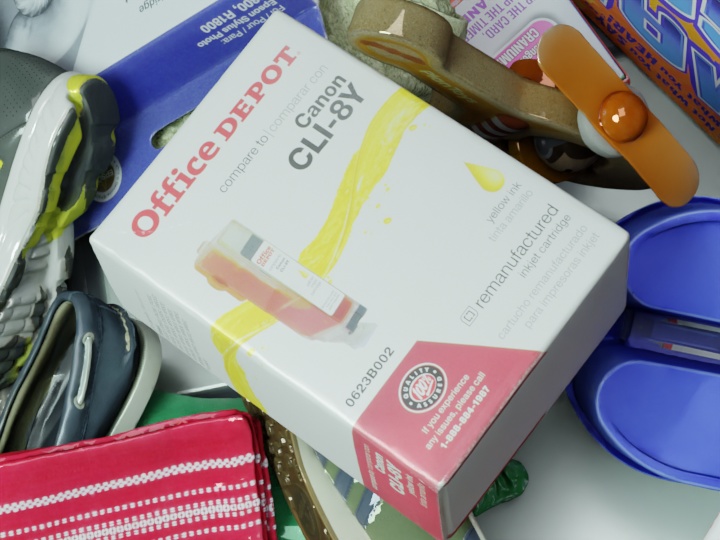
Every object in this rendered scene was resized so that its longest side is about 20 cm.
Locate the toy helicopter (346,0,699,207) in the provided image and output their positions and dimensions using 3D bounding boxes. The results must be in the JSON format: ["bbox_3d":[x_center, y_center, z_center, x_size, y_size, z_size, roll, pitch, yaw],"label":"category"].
[{"bbox_3d":[0.073,-0.077,1.011,0.132,0.199,0.079,10,78,45],"label":"toy helicopter"}]

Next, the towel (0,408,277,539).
[{"bbox_3d":[-0.104,0.173,1.032,0.143,0.022,0.202,-9,95,-6],"label":"towel"}]

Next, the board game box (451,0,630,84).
[{"bbox_3d":[0.027,-0.131,1.163,0.152,0.040,0.201,-32,70,-4],"label":"board game box"}]

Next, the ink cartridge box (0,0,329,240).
[{"bbox_3d":[-0.115,-0.145,1.122,0.199,0.040,0.201,-28,66,30],"label":"ink cartridge box"}]

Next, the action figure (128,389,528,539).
[{"bbox_3d":[-0.016,0.111,1.079,0.198,0.055,0.119,-4,69,6],"label":"action figure"}]

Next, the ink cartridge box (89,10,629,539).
[{"bbox_3d":[0.000,0.000,0.976,0.199,0.084,0.145,34,75,18],"label":"ink cartridge box"}]

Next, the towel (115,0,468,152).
[{"bbox_3d":[-0.050,-0.102,1.126,0.199,0.036,0.149,25,98,26],"label":"towel"}]

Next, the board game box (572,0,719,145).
[{"bbox_3d":[0.221,-0.195,1.076,0.200,0.200,0.200,-41,71,-8],"label":"board game box"}]

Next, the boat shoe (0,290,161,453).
[{"bbox_3d":[-0.166,0.107,1.073,0.075,0.062,0.201,26,87,48],"label":"boat shoe"}]

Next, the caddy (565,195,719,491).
[{"bbox_3d":[0.194,0.041,1.052,0.198,0.105,0.143,12,93,3],"label":"caddy"}]

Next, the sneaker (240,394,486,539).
[{"bbox_3d":[0.010,0.088,1.032,0.089,0.067,0.201,-19,68,-18],"label":"sneaker"}]

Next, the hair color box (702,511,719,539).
[{"bbox_3d":[0.183,0.160,0.913,0.110,0.064,0.201,30,81,17],"label":"hair color box"}]

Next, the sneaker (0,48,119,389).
[{"bbox_3d":[-0.192,-0.021,1.120,0.084,0.074,0.201,31,102,24],"label":"sneaker"}]
